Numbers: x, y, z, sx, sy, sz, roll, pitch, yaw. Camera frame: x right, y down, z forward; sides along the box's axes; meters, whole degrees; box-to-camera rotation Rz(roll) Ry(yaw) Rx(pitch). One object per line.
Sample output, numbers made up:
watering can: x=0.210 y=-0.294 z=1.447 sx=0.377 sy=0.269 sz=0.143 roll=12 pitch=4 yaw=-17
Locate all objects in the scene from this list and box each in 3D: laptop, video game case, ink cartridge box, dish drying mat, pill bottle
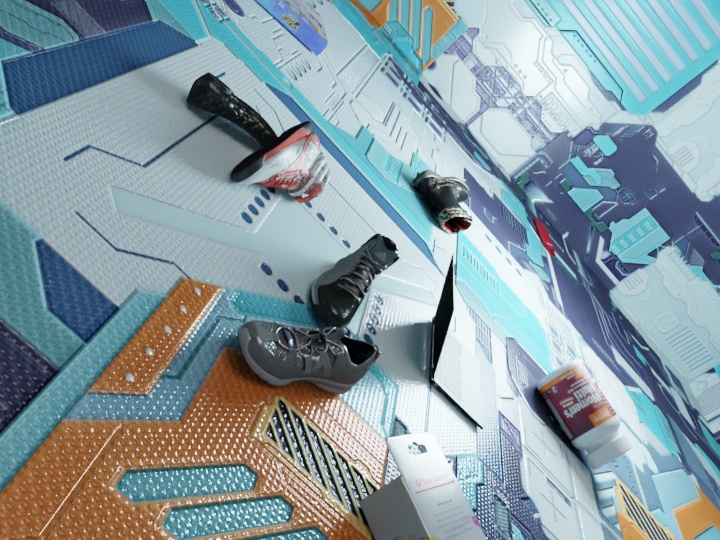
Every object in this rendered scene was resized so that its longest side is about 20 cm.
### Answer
laptop: x=0.175 y=0.114 z=1.105 sx=0.200 sy=0.116 sz=0.188 roll=44 pitch=25 yaw=-15
video game case: x=-0.170 y=-0.645 z=1.653 sx=0.199 sy=0.045 sz=0.182 roll=35 pitch=27 yaw=-32
ink cartridge box: x=0.075 y=0.287 z=0.736 sx=0.115 sy=0.068 sz=0.201 roll=14 pitch=44 yaw=-55
dish drying mat: x=0.683 y=-0.126 z=2.482 sx=0.077 sy=0.018 sz=0.201 roll=42 pitch=25 yaw=-18
pill bottle: x=0.457 y=0.292 z=1.364 sx=0.109 sy=0.109 sz=0.201 roll=7 pitch=49 yaw=-58

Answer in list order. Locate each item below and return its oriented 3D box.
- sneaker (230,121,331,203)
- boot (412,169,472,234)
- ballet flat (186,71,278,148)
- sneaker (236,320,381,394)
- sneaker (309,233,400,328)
sneaker: x=-0.110 y=-0.145 z=1.020 sx=0.202 sy=0.067 sz=0.109 roll=-51 pitch=122 yaw=-51
boot: x=0.225 y=-0.161 z=1.637 sx=0.199 sy=0.073 sz=0.152 roll=13 pitch=42 yaw=-49
ballet flat: x=-0.187 y=-0.232 z=1.047 sx=0.200 sy=0.057 sz=0.067 roll=37 pitch=12 yaw=-42
sneaker: x=-0.057 y=0.085 z=0.770 sx=0.199 sy=0.082 sz=0.075 roll=21 pitch=38 yaw=-50
sneaker: x=0.000 y=0.000 z=0.951 sx=0.075 sy=0.115 sz=0.200 roll=46 pitch=24 yaw=-10
